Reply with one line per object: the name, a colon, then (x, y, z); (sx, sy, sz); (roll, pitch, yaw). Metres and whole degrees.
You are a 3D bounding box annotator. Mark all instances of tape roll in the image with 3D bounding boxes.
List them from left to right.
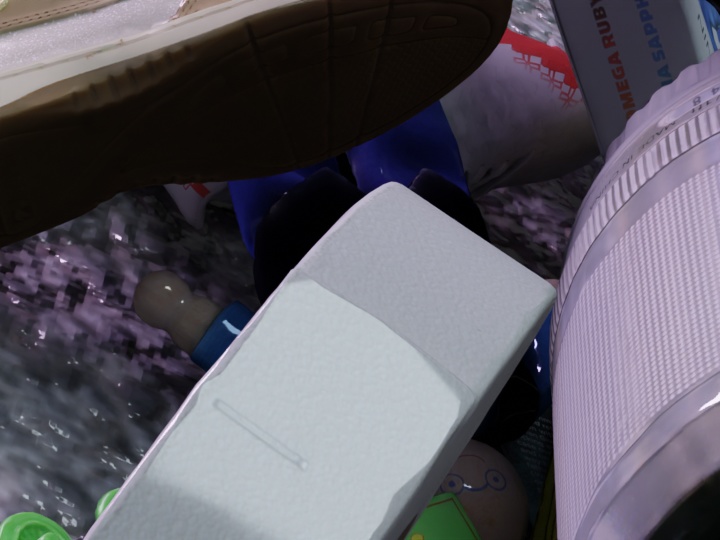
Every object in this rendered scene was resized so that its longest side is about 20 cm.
tape roll: (-0.034, 0.076, 0.482); (0.037, 0.203, 0.203); (34, 25, 4)

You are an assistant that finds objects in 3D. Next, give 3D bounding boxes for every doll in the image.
doll: (0.000, 0.000, 0.803); (0.136, 0.048, 0.200); (-3, 58, -27)

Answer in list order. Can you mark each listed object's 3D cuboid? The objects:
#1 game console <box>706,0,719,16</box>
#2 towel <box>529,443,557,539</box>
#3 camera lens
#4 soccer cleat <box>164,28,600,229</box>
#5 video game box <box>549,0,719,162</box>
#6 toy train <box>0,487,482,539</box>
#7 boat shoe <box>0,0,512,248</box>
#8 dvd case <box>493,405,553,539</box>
game console: (0.107, -0.128, 0.720); (0.171, 0.118, 0.200); (-16, 30, -26)
towel: (0.092, 0.074, 0.796); (0.086, 0.018, 0.200); (30, 26, -3)
camera lens: (0.126, 0.045, 0.689); (0.160, 0.160, 0.200); (26, 28, -12)
soccer cleat: (0.010, -0.039, 0.914); (0.200, 0.069, 0.085); (6, 44, -38)
video game box: (0.112, -0.068, 0.975); (0.200, 0.047, 0.182); (-71, 146, -64)
toy train: (-0.040, 0.078, 0.662); (0.200, 0.042, 0.056); (-11, 66, -51)
boat shoe: (-0.058, -0.062, 0.764); (0.200, 0.074, 0.066); (-16, 57, -17)
dvd case: (0.106, 0.105, 0.804); (0.146, 0.022, 0.200); (19, 29, -26)
